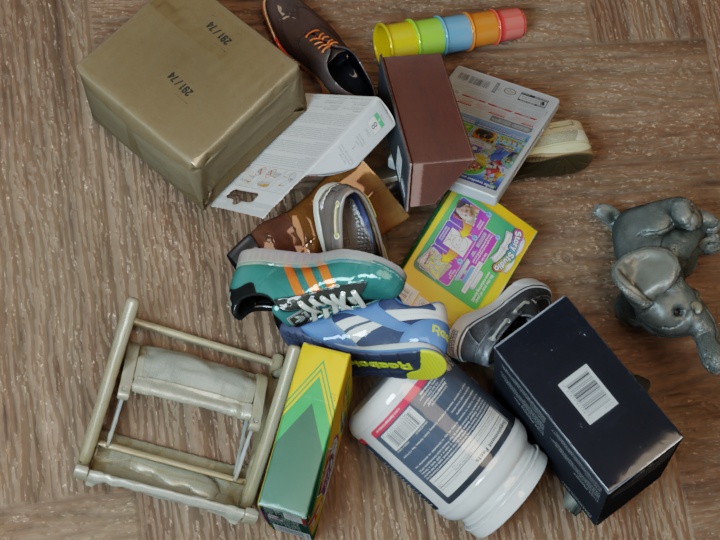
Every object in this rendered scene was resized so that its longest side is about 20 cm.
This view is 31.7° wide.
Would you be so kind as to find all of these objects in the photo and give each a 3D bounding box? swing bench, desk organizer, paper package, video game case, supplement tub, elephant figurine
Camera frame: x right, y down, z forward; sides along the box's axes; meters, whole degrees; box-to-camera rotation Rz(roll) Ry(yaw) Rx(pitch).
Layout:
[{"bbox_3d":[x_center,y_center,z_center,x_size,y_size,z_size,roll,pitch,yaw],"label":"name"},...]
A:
[{"bbox_3d":[-0.191,0.157,1.386,0.197,0.130,0.202,17,78,-10],"label":"swing bench"},{"bbox_3d":[0.074,-0.167,1.481,0.076,0.072,0.201,-5,47,-7],"label":"desk organizer"},{"bbox_3d":[-0.192,-0.207,1.460,0.199,0.104,0.191,38,69,17],"label":"paper package"},{"bbox_3d":[0.140,-0.168,1.543,0.142,0.018,0.200,22,50,18],"label":"video game case"},{"bbox_3d":[0.099,0.190,1.439,0.200,0.140,0.141,42,71,-1],"label":"supplement tub"},{"bbox_3d":[0.364,0.019,1.546,0.141,0.155,0.201,34,60,-27],"label":"elephant figurine"}]

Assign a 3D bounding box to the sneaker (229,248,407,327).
[{"bbox_3d":[-0.048,0.026,1.355,0.198,0.071,0.081,1,62,23],"label":"sneaker"}]

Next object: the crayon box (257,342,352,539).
[{"bbox_3d":[-0.055,0.189,1.367,0.058,0.200,0.174,15,73,5],"label":"crayon box"}]

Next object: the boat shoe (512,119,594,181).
[{"bbox_3d":[0.194,-0.155,1.590,0.198,0.072,0.066,-6,66,-15],"label":"boat shoe"}]

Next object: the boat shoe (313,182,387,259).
[{"bbox_3d":[0.000,0.000,1.419,0.071,0.059,0.202,-19,102,-23],"label":"boat shoe"}]

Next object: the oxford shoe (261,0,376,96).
[{"bbox_3d":[-0.045,-0.275,1.555,0.071,0.073,0.200,-41,88,-19],"label":"oxford shoe"}]

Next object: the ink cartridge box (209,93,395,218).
[{"bbox_3d":[-0.075,-0.124,1.465,0.200,0.160,0.050,-49,122,-18],"label":"ink cartridge box"}]

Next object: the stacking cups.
[{"bbox_3d":[0.117,-0.303,1.609,0.198,0.061,0.061,-15,80,-17],"label":"stacking cups"}]

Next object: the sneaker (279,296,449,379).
[{"bbox_3d":[0.008,0.067,1.384,0.198,0.074,0.083,5,60,22],"label":"sneaker"}]

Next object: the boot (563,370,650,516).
[{"bbox_3d":[0.254,0.183,1.530,0.130,0.068,0.201,28,69,5],"label":"boot"}]

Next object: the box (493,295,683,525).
[{"bbox_3d":[0.245,0.159,1.411,0.104,0.182,0.201,-34,70,-9],"label":"box"}]

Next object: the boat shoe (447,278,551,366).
[{"bbox_3d":[0.182,0.065,1.488,0.199,0.067,0.072,-20,124,-50],"label":"boat shoe"}]

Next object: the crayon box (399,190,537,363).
[{"bbox_3d":[0.113,0.002,1.533,0.118,0.058,0.201,35,71,-4],"label":"crayon box"}]

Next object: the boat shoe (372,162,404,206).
[{"bbox_3d":[0.019,-0.083,1.537,0.199,0.073,0.063,-25,110,-18],"label":"boat shoe"}]

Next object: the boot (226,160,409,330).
[{"bbox_3d":[-0.027,-0.009,1.473,0.199,0.068,0.189,-38,96,-11],"label":"boot"}]
